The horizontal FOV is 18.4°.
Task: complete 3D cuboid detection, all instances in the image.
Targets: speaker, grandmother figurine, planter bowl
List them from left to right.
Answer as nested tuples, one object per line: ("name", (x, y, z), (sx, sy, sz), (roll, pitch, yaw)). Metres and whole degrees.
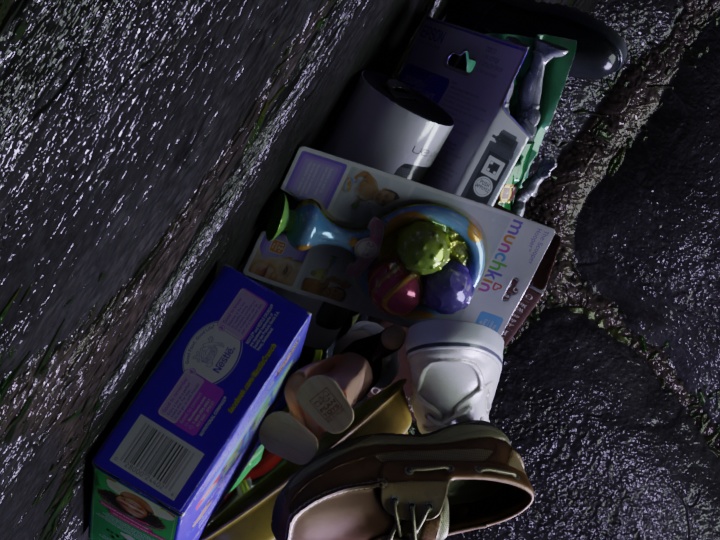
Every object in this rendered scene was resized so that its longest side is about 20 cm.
("planter bowl", (-0.021, 0.174, 1.660), (0.200, 0.084, 0.200), (-37, 180, 0))
("grandmother figurine", (-0.012, 0.078, 1.621), (0.121, 0.061, 0.200), (-34, -177, 16))
("speaker", (-0.010, -0.046, 1.648), (0.201, 0.081, 0.081), (-61, 175, 16))

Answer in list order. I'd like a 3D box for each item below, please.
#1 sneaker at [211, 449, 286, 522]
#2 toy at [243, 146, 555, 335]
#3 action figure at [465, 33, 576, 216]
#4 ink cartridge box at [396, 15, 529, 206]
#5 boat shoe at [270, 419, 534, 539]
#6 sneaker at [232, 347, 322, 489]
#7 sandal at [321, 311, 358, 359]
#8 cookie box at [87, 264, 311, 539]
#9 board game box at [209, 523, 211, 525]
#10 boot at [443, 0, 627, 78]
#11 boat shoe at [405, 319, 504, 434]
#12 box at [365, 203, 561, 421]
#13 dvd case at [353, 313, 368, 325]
("sneaker", (-0.091, 0.141, 1.828), (0.200, 0.085, 0.077), (-44, -176, 38))
("toy", (0.028, -0.004, 1.580), (0.047, 0.199, 0.116), (-91, -156, -58))
("action figure", (0.115, -0.089, 1.791), (0.117, 0.055, 0.201), (0, 112, -33))
("ink cartridge box", (0.056, -0.089, 1.710), (0.201, 0.043, 0.198), (-63, -155, 3))
("boat shoe", (0.036, 0.158, 1.556), (0.199, 0.074, 0.076), (-13, 130, -29))
("sneaker", (-0.103, 0.118, 1.751), (0.200, 0.074, 0.084), (-51, 175, 15))
("sandal", (0.000, 0.001, 1.846), (0.075, 0.048, 0.202), (64, 33, -60))
("cookie box", (-0.115, 0.112, 1.551), (0.172, 0.075, 0.200), (-57, 174, -22))
("board game box", (-0.116, 0.296, 1.758), (0.148, 0.200, 0.064), (-44, -145, 10))
("boot", (0.108, -0.138, 1.849), (0.200, 0.164, 0.066), (-56, 152, -28))
("boat shoe", (0.068, 0.093, 1.631), (0.200, 0.070, 0.070), (86, 8, -70))
("box", (0.071, 0.033, 1.792), (0.200, 0.100, 0.075), (-59, -174, 46))
("dvd case", (0.055, -0.043, 1.968), (0.201, 0.017, 0.143), (-61, -179, -24))
